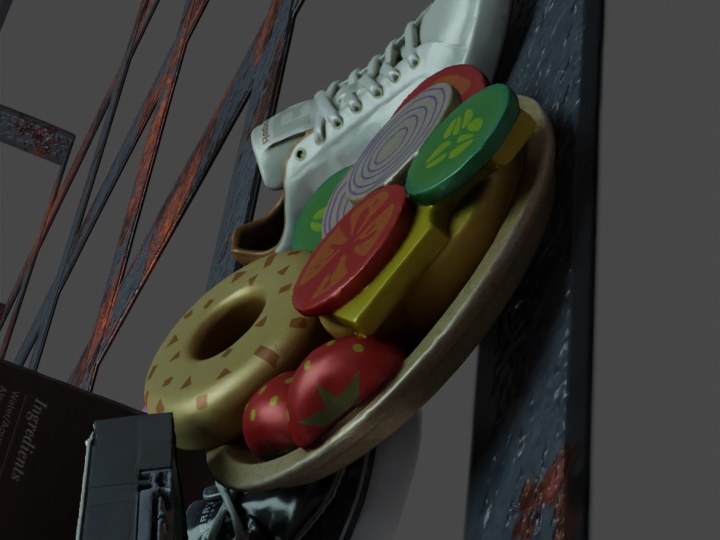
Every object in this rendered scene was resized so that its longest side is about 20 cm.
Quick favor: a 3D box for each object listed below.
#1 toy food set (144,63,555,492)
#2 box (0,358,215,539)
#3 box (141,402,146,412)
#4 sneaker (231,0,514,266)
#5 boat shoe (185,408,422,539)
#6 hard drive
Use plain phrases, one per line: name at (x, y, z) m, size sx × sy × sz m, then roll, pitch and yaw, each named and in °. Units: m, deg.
toy food set at (0.000, 0.000, 0.703) m, size 0.198 × 0.049 × 0.200 m, roll -52°, pitch 18°, yaw -8°
box at (-0.199, 0.150, 0.900) m, size 0.166 × 0.199 × 0.165 m, roll 132°, pitch 157°, yaw -56°
box at (-0.138, 0.160, 1.113) m, size 0.137 × 0.039 × 0.200 m, roll -93°, pitch 28°, yaw -59°
sneaker at (0.000, -0.066, 0.835) m, size 0.200 × 0.084 × 0.073 m, roll -60°, pitch 14°, yaw 27°
boat shoe at (-0.040, 0.113, 0.744) m, size 0.200 × 0.068 × 0.072 m, roll -53°, pitch 20°, yaw 45°
hard drive at (-0.077, 0.172, 0.671) m, size 0.140 × 0.038 × 0.201 m, roll -106°, pitch 11°, yaw -69°
